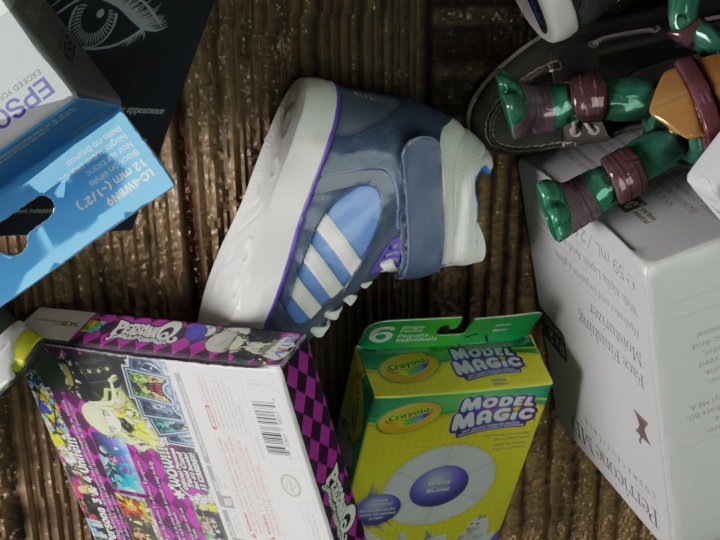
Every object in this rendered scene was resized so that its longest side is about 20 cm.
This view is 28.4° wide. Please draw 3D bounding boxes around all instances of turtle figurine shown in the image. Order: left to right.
[{"bbox_3d":[0.178,-0.092,0.738,0.198,0.151,0.101,-22,140,5],"label":"turtle figurine"}]

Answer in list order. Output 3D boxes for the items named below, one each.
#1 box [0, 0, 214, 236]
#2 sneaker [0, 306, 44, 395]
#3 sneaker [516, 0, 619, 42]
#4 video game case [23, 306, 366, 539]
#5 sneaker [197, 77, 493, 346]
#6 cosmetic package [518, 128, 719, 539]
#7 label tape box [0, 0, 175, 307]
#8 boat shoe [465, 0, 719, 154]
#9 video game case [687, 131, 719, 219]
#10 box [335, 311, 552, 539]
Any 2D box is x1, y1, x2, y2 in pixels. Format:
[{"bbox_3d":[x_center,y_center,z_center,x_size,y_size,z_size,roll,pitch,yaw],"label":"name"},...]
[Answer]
[{"bbox_3d":[-0.153,-0.125,0.640,0.147,0.104,0.201,-4,122,-56],"label":"box"},{"bbox_3d":[-0.263,0.070,0.766,0.199,0.074,0.085,-36,94,10],"label":"sneaker"},{"bbox_3d":[0.110,-0.228,0.738,0.111,0.073,0.201,-31,130,-6],"label":"sneaker"},{"bbox_3d":[-0.088,0.117,0.796,0.180,0.036,0.202,3,125,29],"label":"video game case"},{"bbox_3d":[0.000,0.000,0.804,0.145,0.081,0.202,16,104,-21],"label":"sneaker"},{"bbox_3d":[0.209,0.023,0.840,0.163,0.165,0.202,-18,119,-11],"label":"cosmetic package"},{"bbox_3d":[-0.181,-0.061,0.528,0.143,0.066,0.201,-33,113,5],"label":"label tape box"},{"bbox_3d":[0.158,-0.113,0.815,0.198,0.057,0.067,-22,121,-8],"label":"boat shoe"},{"bbox_3d":[0.261,-0.076,0.689,0.201,0.022,0.182,-53,131,-1],"label":"video game case"},{"bbox_3d":[0.043,0.109,0.869,0.116,0.049,0.201,-3,130,-18],"label":"box"}]
